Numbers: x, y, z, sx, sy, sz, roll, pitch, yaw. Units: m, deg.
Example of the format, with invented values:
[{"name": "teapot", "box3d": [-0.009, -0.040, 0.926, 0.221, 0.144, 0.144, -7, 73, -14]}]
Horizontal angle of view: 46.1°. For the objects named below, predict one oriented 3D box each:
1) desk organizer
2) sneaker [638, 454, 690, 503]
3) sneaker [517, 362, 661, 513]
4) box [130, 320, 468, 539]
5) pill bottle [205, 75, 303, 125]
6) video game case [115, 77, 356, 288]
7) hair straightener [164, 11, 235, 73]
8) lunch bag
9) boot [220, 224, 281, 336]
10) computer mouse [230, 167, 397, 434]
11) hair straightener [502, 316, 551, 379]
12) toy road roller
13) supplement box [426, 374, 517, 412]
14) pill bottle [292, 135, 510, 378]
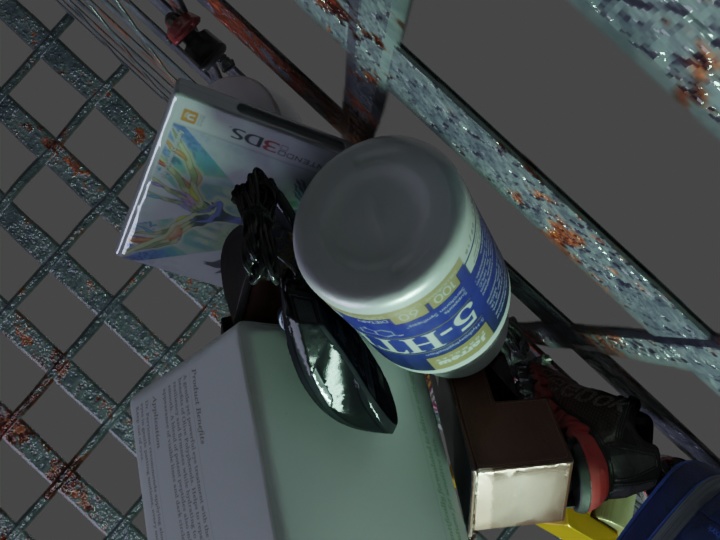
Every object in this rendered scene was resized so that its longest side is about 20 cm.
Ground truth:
[{"name": "desk organizer", "box3d": [0.107, 0.111, 0.701, 0.201, 0.075, 0.073, -100, 6, -55]}, {"name": "sneaker", "box3d": [0.329, 0.245, 0.777, 0.201, 0.077, 0.082, 52, -179, 2]}, {"name": "sneaker", "box3d": [0.193, 0.135, 0.727, 0.201, 0.096, 0.072, -110, 15, -73]}, {"name": "box", "box3d": [-0.050, 0.168, 0.678, 0.198, 0.170, 0.202, 8, -120, -44]}, {"name": "pill bottle", "box3d": [-0.105, -0.119, 0.854, 0.111, 0.112, 0.200, 41, 177, 9]}, {"name": "video game case", "box3d": [-0.092, -0.050, 0.697, 0.179, 0.201, 0.022, 17, -131, -19]}, {"name": "hair straightener", "box3d": [-0.168, -0.225, 0.867, 0.077, 0.041, 0.200, 44, 176, -27]}, {"name": "lunch bag", "box3d": [0.256, 0.260, 0.648, 0.135, 0.201, 0.132, 37, -178, -28]}, {"name": "boot", "box3d": [-0.017, 0.023, 0.722, 0.190, 0.196, 0.069, 98, 158, -43]}, {"name": "computer mouse", "box3d": [-0.041, 0.026, 0.599, 0.201, 0.045, 0.141, 56, -169, -35]}, {"name": "hair straightener", "box3d": [0.156, 0.072, 0.849, 0.076, 0.041, 0.201, 9, 152, 32]}, {"name": "toy road roller", "box3d": [0.184, 0.205, 0.893, 0.198, 0.125, 0.145, 32, 154, -25]}, {"name": "supplement box", "box3d": [0.128, 0.133, 1.068, 0.198, 0.104, 0.131, 29, 179, -7]}, {"name": "pill bottle", "box3d": [0.043, 0.005, 0.606, 0.119, 0.120, 0.200, 40, 176, 32]}]
